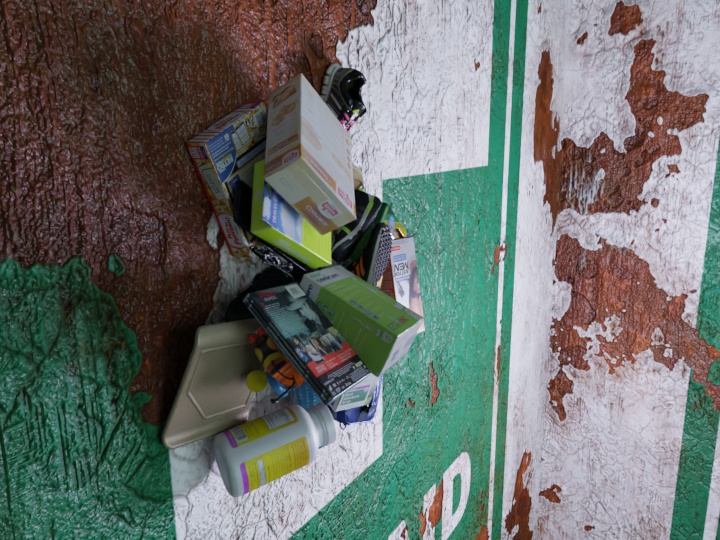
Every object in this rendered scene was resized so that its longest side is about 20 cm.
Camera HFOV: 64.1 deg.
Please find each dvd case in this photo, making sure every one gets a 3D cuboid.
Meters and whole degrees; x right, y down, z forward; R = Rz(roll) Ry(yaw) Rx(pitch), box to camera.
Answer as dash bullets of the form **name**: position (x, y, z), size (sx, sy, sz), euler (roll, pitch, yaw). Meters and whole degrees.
- **dvd case**: position (-0.078, 0.105, 0.893), size (0.022, 0.201, 0.145), euler (-45, 168, 21)

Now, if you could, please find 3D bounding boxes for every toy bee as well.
- **toy bee**: position (-0.126, 0.137, 0.916), size (0.130, 0.109, 0.200), euler (-36, 173, -23)

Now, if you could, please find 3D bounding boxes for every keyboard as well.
- **keyboard**: position (-0.153, -0.054, 0.945), size (0.200, 0.039, 0.106), euler (41, 41, -52)

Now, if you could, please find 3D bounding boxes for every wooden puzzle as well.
- **wooden puzzle**: position (-0.221, 0.170, 0.918), size (0.184, 0.037, 0.204), euler (-4, 118, -58)

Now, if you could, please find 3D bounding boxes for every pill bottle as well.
- **pill bottle**: position (-0.142, 0.295, 0.979), size (0.196, 0.104, 0.107), euler (-16, 112, -28)

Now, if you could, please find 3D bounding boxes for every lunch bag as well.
- **lunch bag**: position (-0.024, 0.224, 1.188), size (0.135, 0.130, 0.205), euler (15, 83, -57)

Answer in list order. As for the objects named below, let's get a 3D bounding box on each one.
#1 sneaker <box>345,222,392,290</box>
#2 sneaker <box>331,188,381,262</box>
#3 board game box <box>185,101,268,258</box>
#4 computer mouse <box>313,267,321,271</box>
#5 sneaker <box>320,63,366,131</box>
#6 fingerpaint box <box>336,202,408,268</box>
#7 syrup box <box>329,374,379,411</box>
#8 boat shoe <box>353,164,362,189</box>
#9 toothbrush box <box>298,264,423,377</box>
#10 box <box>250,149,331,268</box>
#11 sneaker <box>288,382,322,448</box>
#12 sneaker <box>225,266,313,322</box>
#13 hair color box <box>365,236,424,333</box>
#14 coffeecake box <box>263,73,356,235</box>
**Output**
- **sneaker**: position (0.000, 0.000, 1.122), size (0.070, 0.088, 0.205), euler (-21, 125, -63)
- **sneaker**: position (-0.028, -0.097, 1.160), size (0.201, 0.082, 0.072), euler (-57, 178, -45)
- **board game box**: position (-0.183, -0.147, 0.937), size (0.152, 0.045, 0.203), euler (-49, 135, -42)
- **computer mouse**: position (-0.098, -0.032, 1.101), size (0.110, 0.043, 0.203), euler (-52, 139, -43)
- **sneaker**: position (-0.034, -0.297, 1.104), size (0.073, 0.086, 0.205), euler (14, 85, -57)
- **fingerpaint box**: position (0.033, -0.022, 1.281), size (0.167, 0.072, 0.203), euler (50, 56, -49)
- **syrup box**: position (-0.055, 0.154, 1.038), size (0.077, 0.200, 0.083), euler (-1, 123, -38)
- **boat shoe**: position (-0.063, -0.165, 1.086), size (0.198, 0.074, 0.068), euler (-3, 66, -49)
- **toothbrush box**: position (-0.006, 0.081, 1.020), size (0.087, 0.198, 0.145), euler (-63, 163, 18)
- **box**: position (-0.114, -0.093, 0.941), size (0.199, 0.047, 0.125), euler (34, 49, -56)
- **sneaker**: position (-0.110, 0.241, 1.112), size (0.075, 0.080, 0.205), euler (4, 72, -29)
- **sneaker**: position (-0.160, 0.059, 1.008), size (0.199, 0.071, 0.084), euler (-36, 137, -37)
- **hair color box**: position (0.074, 0.037, 1.201), size (0.110, 0.063, 0.205), euler (-14, 98, -57)
- **coffeecake box**: position (-0.079, -0.186, 0.927), size (0.153, 0.072, 0.203), euler (44, 31, -44)
